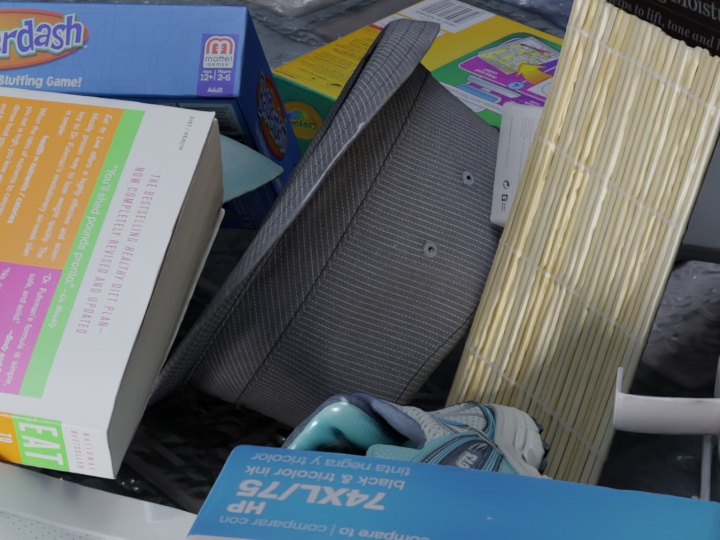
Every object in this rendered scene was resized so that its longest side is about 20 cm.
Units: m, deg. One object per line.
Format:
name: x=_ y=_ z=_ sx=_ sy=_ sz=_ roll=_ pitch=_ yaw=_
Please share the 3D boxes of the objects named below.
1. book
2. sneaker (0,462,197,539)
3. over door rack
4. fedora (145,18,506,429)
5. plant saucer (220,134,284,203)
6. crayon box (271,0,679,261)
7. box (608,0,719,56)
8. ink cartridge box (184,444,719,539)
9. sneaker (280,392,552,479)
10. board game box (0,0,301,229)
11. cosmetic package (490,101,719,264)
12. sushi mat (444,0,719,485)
book: x=-0.159 y=-0.005 z=0.758 sx=0.199 sy=0.048 sz=0.134 roll=9 pitch=48 yaw=10
sneaker: x=-0.094 y=0.130 z=0.735 sx=0.199 sy=0.116 sz=0.074 roll=17 pitch=-17 yaw=-22
over door rack: x=0.133 y=0.052 z=0.759 sx=0.066 sy=0.148 sz=0.200 roll=12 pitch=35 yaw=17
fedora: x=0.000 y=0.000 z=0.890 sx=0.090 sy=0.177 sz=0.200 roll=33 pitch=56 yaw=-3
plant saucer: x=-0.130 y=-0.025 z=0.886 sx=0.200 sy=0.039 sz=0.201 roll=-18 pitch=8 yaw=2
crayon box: x=0.065 y=-0.058 z=1.042 sx=0.118 sy=0.059 sz=0.199 roll=-28 pitch=39 yaw=-35
box: x=0.220 y=-0.170 z=1.080 sx=0.164 sy=0.201 sz=0.166 roll=-22 pitch=35 yaw=-29
ink cartridge box: x=0.009 y=0.166 z=0.579 sx=0.145 sy=0.148 sz=0.200 roll=6 pitch=31 yaw=14
sneaker: x=0.014 y=0.067 z=0.744 sx=0.086 sy=0.078 sz=0.200 roll=31 pitch=-3 yaw=-11
board game box: x=-0.135 y=-0.066 z=0.990 sx=0.199 sy=0.152 sz=0.045 roll=2 pitch=70 yaw=7
cosmetic package: x=0.146 y=-0.027 z=0.895 sx=0.082 sy=0.051 sz=0.199 roll=5 pitch=-1 yaw=44
sushi mat: x=0.073 y=0.008 z=0.803 sx=0.012 sy=0.201 sz=0.096 roll=8 pitch=16 yaw=-35
